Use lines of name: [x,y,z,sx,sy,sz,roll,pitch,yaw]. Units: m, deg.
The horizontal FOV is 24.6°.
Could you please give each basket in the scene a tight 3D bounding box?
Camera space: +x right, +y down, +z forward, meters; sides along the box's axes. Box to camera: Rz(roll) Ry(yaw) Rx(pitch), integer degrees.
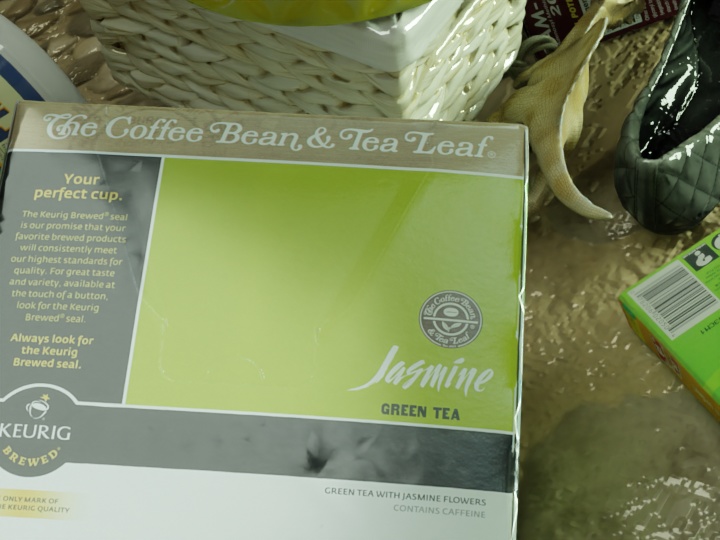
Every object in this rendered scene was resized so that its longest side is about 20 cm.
basket: [-0.028,-0.141,0.787,0.199,0.124,0.136,24,60,22]

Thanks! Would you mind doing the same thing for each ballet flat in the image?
ballet flat: [0.175,-0.106,0.786,0.066,0.057,0.201,16,65,18]

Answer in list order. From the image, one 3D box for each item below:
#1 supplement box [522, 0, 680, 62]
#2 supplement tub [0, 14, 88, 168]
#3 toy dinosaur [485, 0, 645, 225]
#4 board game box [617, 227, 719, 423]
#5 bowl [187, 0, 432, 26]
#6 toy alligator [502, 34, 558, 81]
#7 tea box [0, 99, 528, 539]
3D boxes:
supplement box: [0.173,-0.196,0.897,0.199,0.061,0.109,-19,41,11]
supplement tub: [-0.252,-0.038,0.916,0.145,0.145,0.200,23,62,43]
toy dinosaur: [0.087,-0.073,0.781,0.101,0.058,0.200,-53,10,41]
board game box: [0.194,0.044,0.662,0.095,0.030,0.200,-33,37,-3]
bowl: [-0.018,-0.212,0.695,0.199,0.108,0.201,-3,53,3]
toy alligator: [0.010,-0.090,0.882,0.199,0.059,0.054,-24,40,7]
tea box: [-0.039,0.053,0.629,0.198,0.134,0.198,4,63,4]
